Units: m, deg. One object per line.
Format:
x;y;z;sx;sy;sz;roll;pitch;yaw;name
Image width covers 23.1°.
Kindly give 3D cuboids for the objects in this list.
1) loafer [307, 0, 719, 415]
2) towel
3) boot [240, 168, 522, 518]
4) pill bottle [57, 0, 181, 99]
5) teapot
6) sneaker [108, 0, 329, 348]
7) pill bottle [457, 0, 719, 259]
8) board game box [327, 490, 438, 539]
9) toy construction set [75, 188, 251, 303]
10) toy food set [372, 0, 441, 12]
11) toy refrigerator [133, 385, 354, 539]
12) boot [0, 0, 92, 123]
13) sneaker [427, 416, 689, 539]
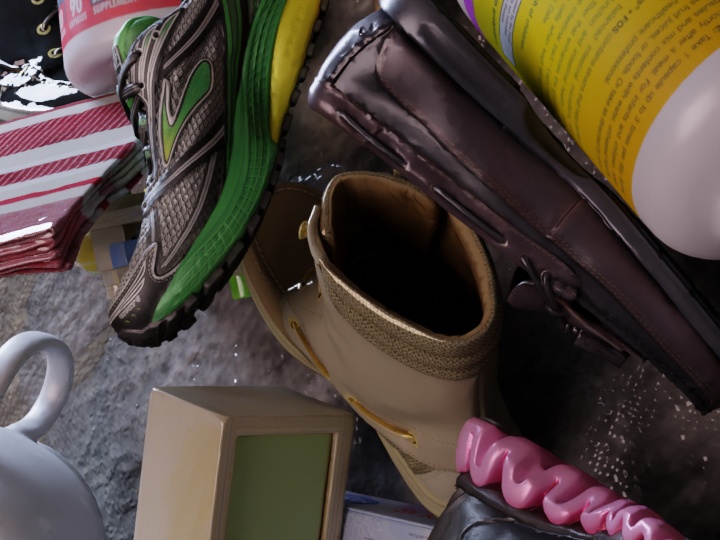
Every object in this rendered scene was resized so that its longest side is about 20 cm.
0.063;-0.017;0.659;0.063;0.072;0.200;-42;92;8;loafer
-0.163;-0.037;0.830;0.144;0.200;0.023;-11;112;21;towel
0.000;0.000;0.755;0.200;0.073;0.156;53;167;33;boot
-0.103;-0.197;0.913;0.119;0.119;0.201;-21;73;49;pill bottle
-0.220;0.163;1.036;0.200;0.146;0.198;-27;97;30;teapot
-0.077;-0.060;0.777;0.078;0.085;0.201;132;154;-67;sneaker
0.122;-0.075;0.642;0.200;0.104;0.104;56;129;37;pill bottle
0.004;0.208;0.828;0.200;0.041;0.200;4;91;51;board game box
-0.121;-0.017;0.914;0.200;0.131;0.093;12;109;48;toy construction set
0.028;-0.204;0.751;0.200;0.048;0.198;-96;22;-57;toy food set
-0.060;0.158;0.817;0.070;0.076;0.201;15;99;51;toy refrigerator
-0.177;-0.158;1.042;0.203;0.073;0.154;14;98;51;boot
0.076;0.124;0.615;0.096;0.079;0.200;-55;25;-5;sneaker
